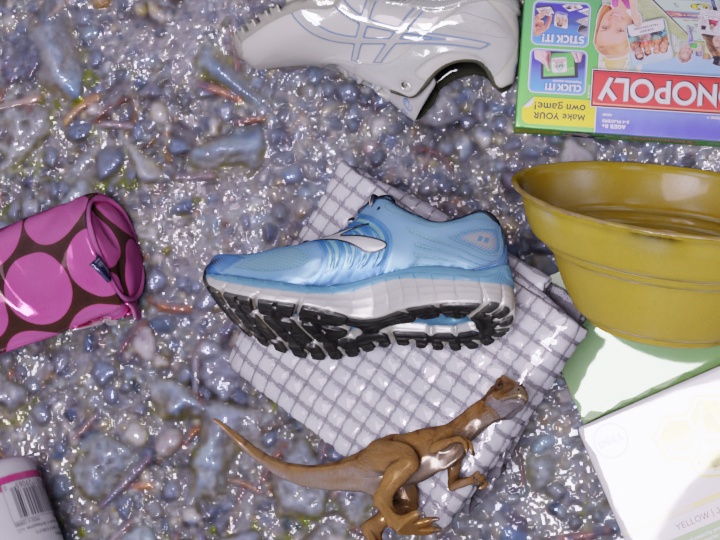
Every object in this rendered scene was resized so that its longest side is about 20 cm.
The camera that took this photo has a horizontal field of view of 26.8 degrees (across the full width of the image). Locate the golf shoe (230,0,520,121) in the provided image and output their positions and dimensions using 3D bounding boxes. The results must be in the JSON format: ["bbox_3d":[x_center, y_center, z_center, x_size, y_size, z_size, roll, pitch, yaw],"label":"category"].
[{"bbox_3d":[0.011,-0.146,1.017,0.198,0.078,0.098,-9,90,13],"label":"golf shoe"}]

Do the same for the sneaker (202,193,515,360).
[{"bbox_3d":[0.000,0.000,0.936,0.198,0.079,0.091,-1,61,14],"label":"sneaker"}]

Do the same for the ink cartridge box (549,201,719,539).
[{"bbox_3d":[0.206,0.074,0.969,0.145,0.048,0.201,-24,83,11],"label":"ink cartridge box"}]

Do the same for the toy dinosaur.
[{"bbox_3d":[0.013,0.123,0.915,0.198,0.061,0.107,-16,49,11],"label":"toy dinosaur"}]

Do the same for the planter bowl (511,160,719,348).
[{"bbox_3d":[0.186,-0.005,0.914,0.199,0.200,0.084,8,106,13],"label":"planter bowl"}]

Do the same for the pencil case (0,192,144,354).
[{"bbox_3d":[-0.252,0.020,1.059,0.199,0.091,0.094,-19,95,13],"label":"pencil case"}]

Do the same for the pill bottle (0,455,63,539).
[{"bbox_3d":[-0.242,0.239,1.023,0.113,0.113,0.201,-24,81,10],"label":"pill bottle"}]

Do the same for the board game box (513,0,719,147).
[{"bbox_3d":[0.203,-0.150,0.981,0.198,0.029,0.136,4,86,4],"label":"board game box"}]

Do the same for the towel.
[{"bbox_3d":[0.034,0.047,0.987,0.199,0.086,0.166,33,92,20],"label":"towel"}]
